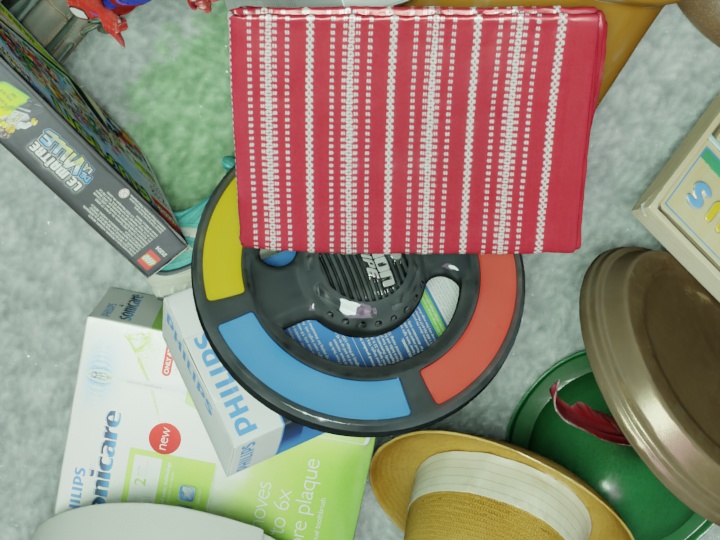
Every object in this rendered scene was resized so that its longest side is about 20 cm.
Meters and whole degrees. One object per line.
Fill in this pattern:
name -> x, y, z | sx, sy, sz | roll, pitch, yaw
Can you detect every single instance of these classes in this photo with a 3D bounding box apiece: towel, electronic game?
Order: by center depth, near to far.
towel -> 0.030, -0.074, 0.667 | 0.197, 0.023, 0.146 | 1, 121, 1
electronic game -> 0.000, 0.000, 0.722 | 0.197, 0.042, 0.203 | 4, 63, -7

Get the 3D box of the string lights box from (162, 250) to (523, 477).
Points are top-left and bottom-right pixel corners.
string lights box -> -0.012, 0.034, 0.761 | 0.198, 0.059, 0.104 | -22, 70, -19

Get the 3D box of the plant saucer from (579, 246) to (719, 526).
plant saucer -> 0.217, 0.067, 0.782 | 0.200, 0.201, 0.029 | 43, 127, -11

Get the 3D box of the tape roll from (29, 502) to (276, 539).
tape roll -> -0.131, 0.258, 0.786 | 0.199, 0.141, 0.204 | 5, 143, 4

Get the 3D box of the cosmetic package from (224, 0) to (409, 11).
cosmetic package -> -0.052, -0.231, 0.711 | 0.051, 0.150, 0.203 | -22, 98, -23

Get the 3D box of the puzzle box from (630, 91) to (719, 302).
puzzle box -> 0.288, -0.022, 0.823 | 0.200, 0.025, 0.133 | 42, 77, -11

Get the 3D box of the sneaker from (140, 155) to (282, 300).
sneaker -> -0.057, -0.046, 0.805 | 0.198, 0.078, 0.081 | -21, 90, 1

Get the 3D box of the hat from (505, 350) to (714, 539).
hat -> 0.179, 0.147, 0.801 | 0.197, 0.176, 0.168 | 15, 101, -5

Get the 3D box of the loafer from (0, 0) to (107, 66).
loafer -> -0.185, -0.164, 0.782 | 0.199, 0.072, 0.063 | -37, 122, 13

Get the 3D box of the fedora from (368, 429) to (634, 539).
fedora -> 0.080, 0.185, 0.802 | 0.199, 0.201, 0.082 | 34, 57, -9

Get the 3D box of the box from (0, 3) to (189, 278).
box -> -0.182, -0.089, 0.721 | 0.035, 0.110, 0.200 | -36, 137, 4

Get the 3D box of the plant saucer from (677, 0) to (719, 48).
plant saucer -> 0.291, -0.232, 0.795 | 0.197, 0.037, 0.204 | 0, 103, -2

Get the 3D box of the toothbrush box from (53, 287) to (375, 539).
toothbrush box -> -0.092, 0.109, 0.830 | 0.197, 0.086, 0.148 | 12, 101, -4

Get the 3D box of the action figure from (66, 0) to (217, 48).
action figure -> -0.113, -0.153, 0.660 | 0.065, 0.199, 0.052 | -25, 112, -31

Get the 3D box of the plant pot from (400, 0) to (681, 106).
plant pot -> 0.088, -0.162, 0.734 | 0.197, 0.201, 0.185 | 16, 117, -6
